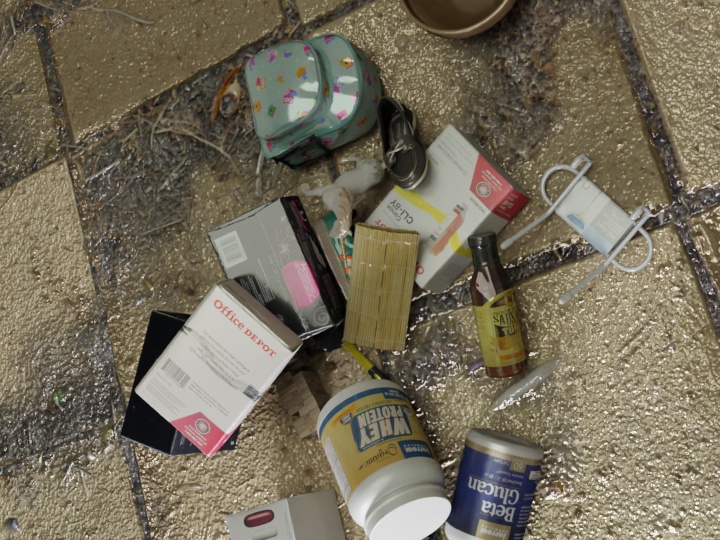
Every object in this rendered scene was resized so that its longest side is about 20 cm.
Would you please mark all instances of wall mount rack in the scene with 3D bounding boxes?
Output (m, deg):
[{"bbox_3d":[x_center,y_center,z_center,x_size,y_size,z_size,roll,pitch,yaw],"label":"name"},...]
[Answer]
[{"bbox_3d":[0.300,-0.057,1.512,0.200,0.074,0.174,45,105,24],"label":"wall mount rack"}]

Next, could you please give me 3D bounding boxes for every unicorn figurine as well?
[{"bbox_3d":[-0.023,-0.115,1.621,0.137,0.074,0.201,15,63,53],"label":"unicorn figurine"}]

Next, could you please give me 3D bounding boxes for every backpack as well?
[{"bbox_3d":[-0.073,-0.272,1.680,0.198,0.153,0.178,-18,71,17],"label":"backpack"}]

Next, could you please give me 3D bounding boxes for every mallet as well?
[{"bbox_3d":[0.017,0.137,1.654,0.199,0.041,0.066,38,98,20],"label":"mallet"}]

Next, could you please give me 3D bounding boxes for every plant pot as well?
[{"bbox_3d":[0.158,-0.436,1.614,0.198,0.092,0.204,-3,83,25],"label":"plant pot"}]

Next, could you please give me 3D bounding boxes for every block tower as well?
[{"bbox_3d":[-0.105,0.162,1.697,0.057,0.054,0.202,-33,71,18],"label":"block tower"}]

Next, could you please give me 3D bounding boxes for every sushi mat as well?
[{"bbox_3d":[0.029,0.027,1.577,0.094,0.012,0.202,10,120,6],"label":"sushi mat"}]

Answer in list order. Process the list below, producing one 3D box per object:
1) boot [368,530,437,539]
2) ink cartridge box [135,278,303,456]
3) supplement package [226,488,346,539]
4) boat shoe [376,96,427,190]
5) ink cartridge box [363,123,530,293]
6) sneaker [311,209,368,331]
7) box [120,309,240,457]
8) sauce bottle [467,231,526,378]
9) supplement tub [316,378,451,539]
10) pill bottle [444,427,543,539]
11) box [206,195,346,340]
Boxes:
[{"bbox_3d":[0.060,0.409,1.577,0.096,0.074,0.203,-4,80,28],"label":"boot"},{"bbox_3d":[-0.198,0.134,1.539,0.144,0.084,0.201,40,102,4],"label":"ink cartridge box"},{"bbox_3d":[-0.095,0.440,1.603,0.110,0.155,0.203,-20,76,23],"label":"supplement package"},{"bbox_3d":[0.053,-0.189,1.599,0.067,0.057,0.201,-40,30,23],"label":"boat shoe"},{"bbox_3d":[0.124,-0.087,1.596,0.200,0.083,0.145,-48,66,14],"label":"ink cartridge box"},{"bbox_3d":[0.000,0.000,1.654,0.079,0.071,0.202,-25,85,-1],"label":"sneaker"},{"bbox_3d":[-0.260,0.176,1.700,0.103,0.182,0.203,15,90,27],"label":"box"},{"bbox_3d":[0.187,0.048,1.530,0.065,0.066,0.203,-8,101,25],"label":"sauce bottle"},{"bbox_3d":[0.033,0.271,1.530,0.144,0.144,0.201,-40,51,16],"label":"supplement tub"},{"bbox_3d":[0.179,0.329,1.507,0.110,0.111,0.203,13,90,26],"label":"pill bottle"},{"bbox_3d":[-0.122,0.007,1.614,0.131,0.115,0.202,-23,90,12],"label":"box"}]
